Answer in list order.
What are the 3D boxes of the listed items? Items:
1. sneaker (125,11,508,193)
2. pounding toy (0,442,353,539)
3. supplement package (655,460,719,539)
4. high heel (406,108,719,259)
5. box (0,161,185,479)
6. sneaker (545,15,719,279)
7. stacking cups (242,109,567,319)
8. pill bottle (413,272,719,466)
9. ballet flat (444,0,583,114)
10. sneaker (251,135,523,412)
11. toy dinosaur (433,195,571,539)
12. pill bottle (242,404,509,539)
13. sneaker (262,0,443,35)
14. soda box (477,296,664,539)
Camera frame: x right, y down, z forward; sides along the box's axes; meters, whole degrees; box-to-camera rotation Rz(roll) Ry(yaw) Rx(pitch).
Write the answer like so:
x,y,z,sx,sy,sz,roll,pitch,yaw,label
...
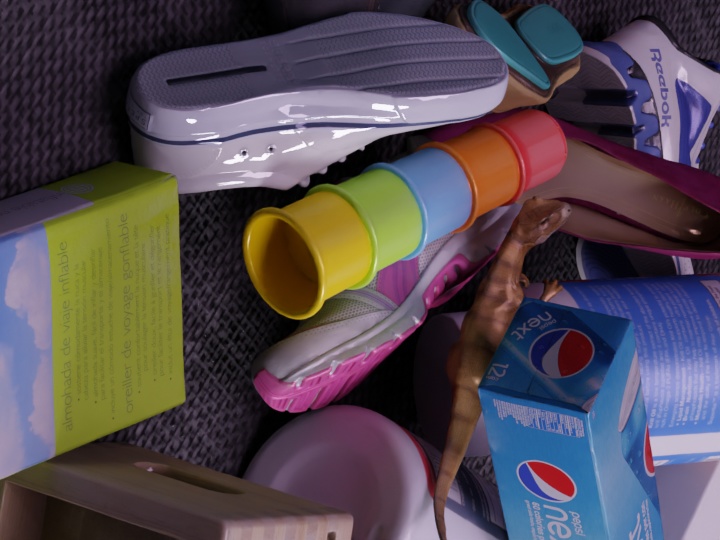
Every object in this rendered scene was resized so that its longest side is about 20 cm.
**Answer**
x,y,z,sx,sy,sz,roll,pitch,yaw,label
-0.024,-0.081,1.512,0.199,0.073,0.071,-6,136,-15,sneaker
-0.078,0.196,1.461,0.142,0.199,0.185,2,99,-53,pounding toy
0.163,0.196,1.845,0.201,0.121,0.120,-62,142,-17,supplement package
0.128,-0.046,1.690,0.199,0.096,0.068,3,108,-23,high heel
-0.165,0.031,1.421,0.200,0.048,0.123,-22,117,-48,box
0.185,-0.072,1.823,0.115,0.080,0.200,-39,128,-36,sneaker
0.031,-0.039,1.552,0.200,0.060,0.061,-27,122,-36,stacking cups
0.137,0.060,1.732,0.199,0.112,0.113,-2,104,-25,pill bottle
0.075,-0.109,1.640,0.063,0.069,0.200,-41,172,17,ballet flat
0.000,0.000,1.604,0.088,0.081,0.200,46,52,2,sneaker
0.062,0.056,1.599,0.106,0.060,0.201,40,65,-68,toy dinosaur
0.028,0.160,1.658,0.200,0.119,0.120,35,73,-52,pill bottle
0.020,-0.157,1.595,0.200,0.075,0.107,-23,124,-37,sneaker
0.115,0.108,1.587,0.200,0.064,0.068,77,33,-47,soda box
